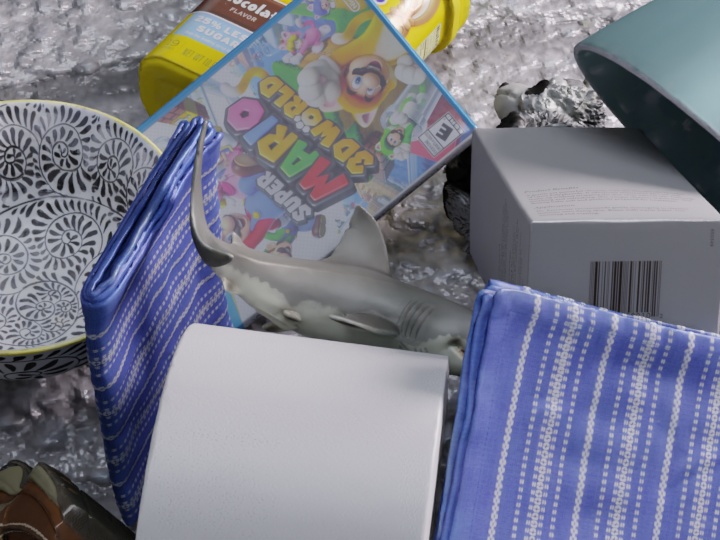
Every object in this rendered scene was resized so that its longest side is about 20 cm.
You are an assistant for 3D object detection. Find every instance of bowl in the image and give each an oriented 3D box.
[{"bbox_3d":[-0.204,-0.001,1.202,0.200,0.094,0.201,2,50,-2],"label":"bowl"},{"bbox_3d":[0.229,-0.098,1.141,0.105,0.201,0.201,-48,62,0],"label":"bowl"}]

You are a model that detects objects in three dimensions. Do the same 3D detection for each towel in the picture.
[{"bbox_3d":[0.138,0.094,0.986,0.199,0.024,0.145,13,81,-13],"label":"towel"},{"bbox_3d":[-0.107,0.030,1.101,0.024,0.200,0.145,15,51,14],"label":"towel"}]

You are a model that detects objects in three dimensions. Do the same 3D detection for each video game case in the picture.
[{"bbox_3d":[-0.046,-0.076,1.240,0.200,0.018,0.143,-39,78,1],"label":"video game case"}]

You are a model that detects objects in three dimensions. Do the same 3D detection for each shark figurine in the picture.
[{"bbox_3d":[-0.022,-0.005,1.093,0.214,0.128,0.090,25,69,-23],"label":"shark figurine"}]

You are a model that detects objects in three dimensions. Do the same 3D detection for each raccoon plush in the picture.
[{"bbox_3d":[0.142,-0.038,1.284,0.134,0.097,0.200,-27,86,-40],"label":"raccoon plush"}]

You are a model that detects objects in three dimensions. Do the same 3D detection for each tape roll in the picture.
[{"bbox_3d":[-0.032,0.135,1.025,0.139,0.203,0.203,8,49,4],"label":"tape roll"}]

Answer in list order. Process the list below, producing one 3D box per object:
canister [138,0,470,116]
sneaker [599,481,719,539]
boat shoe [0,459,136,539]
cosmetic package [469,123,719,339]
[{"bbox_3d":[-0.037,-0.155,1.349,0.148,0.087,0.200,28,55,18],"label":"canister"},{"bbox_3d":[0.149,0.131,1.030,0.199,0.070,0.078,24,36,8],"label":"sneaker"},{"bbox_3d":[-0.166,0.149,1.037,0.076,0.200,0.074,41,75,-11],"label":"boat shoe"},{"bbox_3d":[0.125,-0.019,1.097,0.107,0.085,0.200,-1,17,-4],"label":"cosmetic package"}]
